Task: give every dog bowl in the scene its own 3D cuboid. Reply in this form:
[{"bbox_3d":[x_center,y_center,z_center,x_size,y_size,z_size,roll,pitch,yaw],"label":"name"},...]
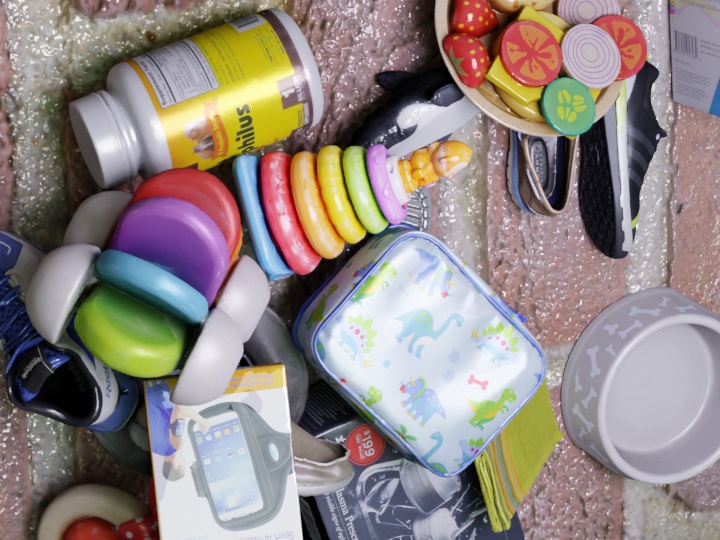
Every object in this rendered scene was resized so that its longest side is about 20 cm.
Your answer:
[{"bbox_3d":[0.300,0.120,1.948,0.199,0.059,0.201,-7,108,-21],"label":"dog bowl"}]

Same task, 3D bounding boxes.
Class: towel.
[{"bbox_3d":[0.150,0.162,1.836,0.018,0.200,0.086,-7,108,24],"label":"towel"}]

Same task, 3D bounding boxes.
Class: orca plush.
[{"bbox_3d":[0.034,-0.142,1.771,0.200,0.071,0.105,-38,161,2],"label":"orca plush"}]

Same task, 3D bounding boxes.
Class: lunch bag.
[{"bbox_3d":[0.055,0.067,1.706,0.200,0.082,0.161,44,83,-20],"label":"lunch bag"}]

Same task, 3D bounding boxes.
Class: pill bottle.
[{"bbox_3d":[-0.139,-0.140,1.654,0.199,0.109,0.110,-23,113,-16],"label":"pill bottle"}]

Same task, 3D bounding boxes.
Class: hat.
[{"bbox_3d":[-0.150,0.090,1.730,0.200,0.081,0.202,-4,108,-13],"label":"hat"}]

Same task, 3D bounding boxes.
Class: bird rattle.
[{"bbox_3d":[-0.209,0.252,1.717,0.162,0.113,0.201,22,128,8],"label":"bird rattle"}]

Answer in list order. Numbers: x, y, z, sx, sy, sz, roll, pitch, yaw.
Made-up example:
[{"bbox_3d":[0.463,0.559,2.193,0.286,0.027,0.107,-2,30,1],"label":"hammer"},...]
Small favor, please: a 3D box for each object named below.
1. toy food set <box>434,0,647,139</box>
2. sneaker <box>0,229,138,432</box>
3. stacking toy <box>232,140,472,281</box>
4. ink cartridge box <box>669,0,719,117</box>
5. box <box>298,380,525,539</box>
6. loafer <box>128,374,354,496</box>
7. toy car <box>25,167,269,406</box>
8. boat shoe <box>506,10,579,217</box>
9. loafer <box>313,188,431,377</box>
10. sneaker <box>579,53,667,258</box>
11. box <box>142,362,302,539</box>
[{"bbox_3d":[0.159,-0.214,1.743,0.198,0.049,0.200,34,63,-11],"label":"toy food set"},{"bbox_3d":[-0.265,0.053,1.613,0.080,0.115,0.200,-41,88,6],"label":"sneaker"},{"bbox_3d":[0.001,-0.069,1.662,0.199,0.116,0.110,-17,89,12],"label":"stacking toy"},{"bbox_3d":[0.353,-0.248,1.814,0.084,0.144,0.201,-13,110,-19],"label":"ink cartridge box"},{"bbox_3d":[0.031,0.190,1.826,0.182,0.104,0.201,-26,114,-16],"label":"box"},{"bbox_3d":[-0.094,0.138,1.674,0.199,0.075,0.070,15,101,-16],"label":"loafer"},{"bbox_3d":[-0.156,-0.003,1.568,0.174,0.200,0.150,28,123,-2],"label":"toy car"},{"bbox_3d":[0.173,-0.147,1.805,0.072,0.072,0.201,-14,108,-18],"label":"boat shoe"},{"bbox_3d":[0.000,0.000,1.770,0.075,0.070,0.201,21,100,-20],"label":"loafer"},{"bbox_3d":[0.257,-0.109,1.855,0.082,0.072,0.201,-11,109,-21],"label":"sneaker"},{"bbox_3d":[-0.111,0.182,1.622,0.118,0.041,0.201,-7,88,-7],"label":"box"}]
